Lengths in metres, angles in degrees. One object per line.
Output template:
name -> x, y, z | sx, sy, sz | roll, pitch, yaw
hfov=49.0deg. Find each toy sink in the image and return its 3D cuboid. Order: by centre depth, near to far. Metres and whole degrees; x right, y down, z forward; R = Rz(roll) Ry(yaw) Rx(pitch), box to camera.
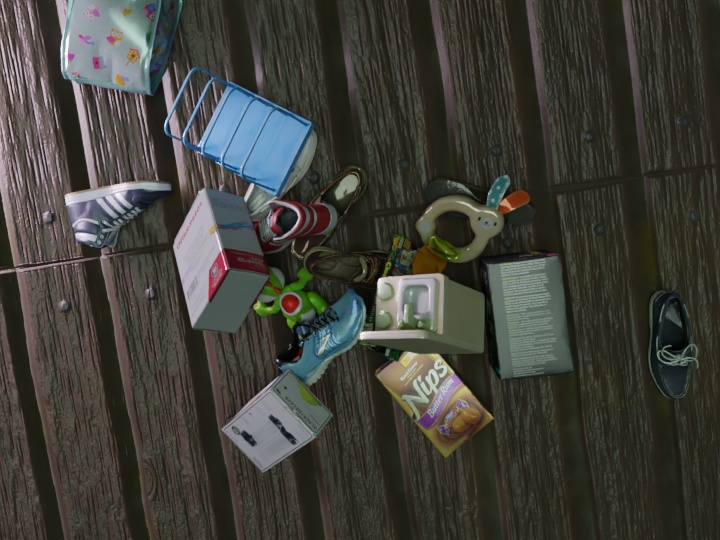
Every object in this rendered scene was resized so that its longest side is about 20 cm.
toy sink -> 0.102, 0.070, 1.290 | 0.130, 0.200, 0.113 | -6, 76, 36

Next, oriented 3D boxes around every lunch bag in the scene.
lunch bag -> -0.416, -0.410, 1.366 | 0.170, 0.122, 0.201 | 12, 90, 0

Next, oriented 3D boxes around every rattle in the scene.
rattle -> 0.183, -0.071, 1.339 | 0.199, 0.143, 0.131 | -19, 93, 27

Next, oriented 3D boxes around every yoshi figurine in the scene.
yoshi figurine -> -0.138, 0.045, 1.423 | 0.200, 0.113, 0.112 | 39, 137, -15

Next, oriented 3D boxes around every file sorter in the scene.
file sorter -> -0.210, -0.238, 1.334 | 0.200, 0.123, 0.139 | 30, 97, 26

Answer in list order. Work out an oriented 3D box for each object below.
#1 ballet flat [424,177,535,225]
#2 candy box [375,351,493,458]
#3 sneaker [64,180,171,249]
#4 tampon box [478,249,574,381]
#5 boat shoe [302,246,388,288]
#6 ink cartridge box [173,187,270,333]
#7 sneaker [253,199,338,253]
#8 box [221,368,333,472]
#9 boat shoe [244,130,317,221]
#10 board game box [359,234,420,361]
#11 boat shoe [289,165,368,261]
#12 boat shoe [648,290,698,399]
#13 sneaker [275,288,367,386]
ballet flat -> 0.214, -0.124, 1.407 | 0.199, 0.046, 0.068 | 12, 117, 7
candy box -> 0.133, 0.224, 1.433 | 0.117, 0.056, 0.200 | -41, 91, 6
sneaker -> -0.428, -0.099, 1.418 | 0.199, 0.070, 0.109 | -8, 90, 10
tampon box -> 0.283, 0.072, 1.364 | 0.126, 0.150, 0.201 | -7, 95, 4
boat shoe -> 0.000, 0.000, 1.392 | 0.199, 0.072, 0.072 | 10, 102, -16
ink cartridge box -> -0.239, -0.018, 1.335 | 0.083, 0.200, 0.146 | 10, 130, -34
sneaker -> -0.148, -0.074, 1.355 | 0.199, 0.112, 0.072 | -17, 83, 35
box -> -0.149, 0.268, 1.391 | 0.117, 0.060, 0.200 | 46, 135, -1
boat shoe -> -0.144, -0.171, 1.400 | 0.071, 0.069, 0.200 | 34, 96, -1
board game box -> 0.062, 0.049, 1.373 | 0.023, 0.105, 0.201 | 9, 76, 36
boat shoe -> -0.062, -0.104, 1.402 | 0.076, 0.072, 0.200 | 34, 96, -1
boat shoe -> 0.557, 0.135, 1.403 | 0.075, 0.062, 0.201 | -3, 96, 1
sneaker -> -0.068, 0.110, 1.347 | 0.090, 0.078, 0.200 | 32, 102, -37
